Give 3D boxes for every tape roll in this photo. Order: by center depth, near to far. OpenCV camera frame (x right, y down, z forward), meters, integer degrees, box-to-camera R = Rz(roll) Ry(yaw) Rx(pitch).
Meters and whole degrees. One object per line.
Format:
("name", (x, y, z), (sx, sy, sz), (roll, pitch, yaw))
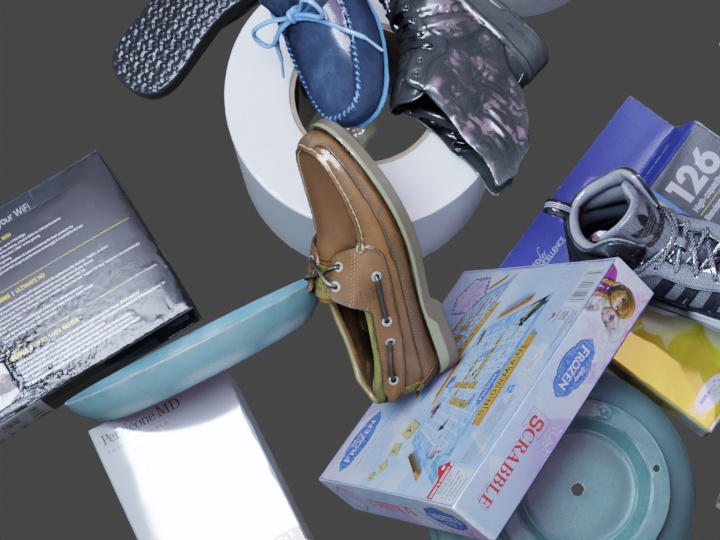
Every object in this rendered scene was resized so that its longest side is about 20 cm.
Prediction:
("tape roll", (0.004, -0.110, 1.050), (0.202, 0.139, 0.203), (0, 77, 1))

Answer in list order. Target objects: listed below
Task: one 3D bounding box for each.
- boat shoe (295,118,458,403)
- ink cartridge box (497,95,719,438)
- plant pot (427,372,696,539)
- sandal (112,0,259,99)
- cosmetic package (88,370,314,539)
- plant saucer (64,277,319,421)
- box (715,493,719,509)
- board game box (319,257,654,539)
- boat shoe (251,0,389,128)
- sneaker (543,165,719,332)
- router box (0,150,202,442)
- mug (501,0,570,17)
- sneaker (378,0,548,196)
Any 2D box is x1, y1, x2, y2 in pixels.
("boat shoe", (0.000, 0.000, 0.925), (0.068, 0.072, 0.200), (-33, 112, -17))
("ink cartridge box", (0.236, -0.011, 1.075), (0.200, 0.047, 0.198), (36, 79, 6))
("plant pot", (0.147, 0.157, 0.993), (0.200, 0.134, 0.201), (0, 78, 0))
("sandal", (-0.120, -0.222, 1.128), (0.200, 0.048, 0.075), (-45, 82, 4))
("cosmetic package", (-0.101, 0.182, 1.016), (0.113, 0.081, 0.200), (-29, 80, -4))
("plant saucer", (-0.111, 0.058, 0.988), (0.200, 0.200, 0.027), (-28, 93, -6))
("box", (0.363, 0.189, 0.997), (0.200, 0.110, 0.035), (22, 78, 5))
("board game box", (0.081, 0.083, 0.966), (0.041, 0.199, 0.200), (43, 72, -18))
("boat shoe", (-0.044, -0.186, 0.954), (0.084, 0.069, 0.200), (-35, 66, 30))
("sneaker", (0.220, -0.013, 0.963), (0.200, 0.114, 0.076), (10, 72, 34))
("router box", (-0.244, 0.024, 1.066), (0.200, 0.051, 0.149), (-31, 77, -6))
("mug", (0.111, -0.315, 1.076), (0.148, 0.175, 0.200), (-37, 80, -8))
("sneaker", (0.048, -0.149, 0.957), (0.200, 0.060, 0.104), (40, 76, 5))
